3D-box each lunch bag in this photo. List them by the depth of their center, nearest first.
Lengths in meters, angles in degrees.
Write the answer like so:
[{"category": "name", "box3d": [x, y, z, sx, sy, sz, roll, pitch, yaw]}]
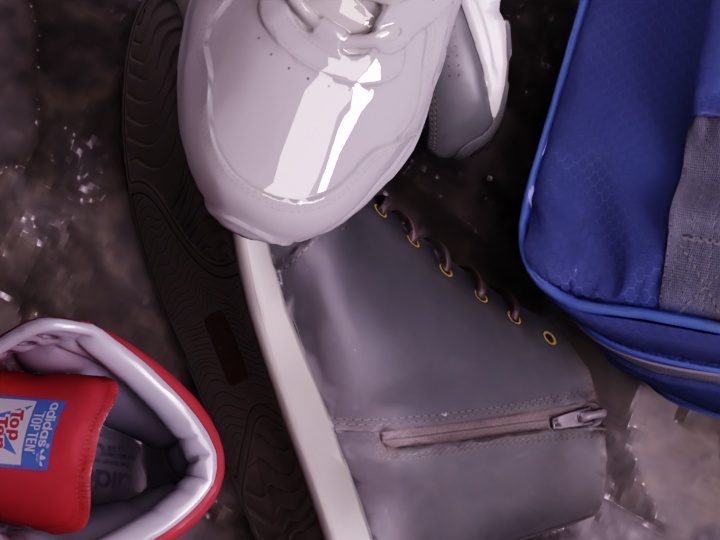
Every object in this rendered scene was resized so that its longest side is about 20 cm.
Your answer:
[{"category": "lunch bag", "box3d": [0.139, -0.056, 0.781, 0.135, 0.132, 0.201, 10, 77, 26]}]

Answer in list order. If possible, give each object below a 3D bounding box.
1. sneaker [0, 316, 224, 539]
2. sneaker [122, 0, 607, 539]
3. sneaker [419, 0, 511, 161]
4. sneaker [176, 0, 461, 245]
[{"category": "sneaker", "box3d": [-0.134, 0.046, 0.721, 0.199, 0.112, 0.072, 5, 83, -16]}, {"category": "sneaker", "box3d": [0.000, 0.000, 0.798, 0.106, 0.075, 0.201, -18, 93, -28]}, {"category": "sneaker", "box3d": [-0.025, -0.116, 0.802, 0.084, 0.074, 0.201, -28, 84, -12]}, {"category": "sneaker", "box3d": [0.006, -0.105, 0.714, 0.078, 0.099, 0.201, 23, 77, -2]}]
